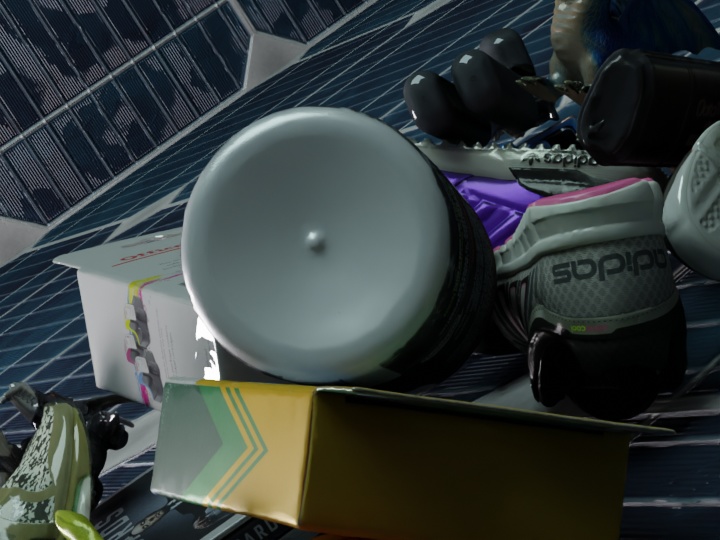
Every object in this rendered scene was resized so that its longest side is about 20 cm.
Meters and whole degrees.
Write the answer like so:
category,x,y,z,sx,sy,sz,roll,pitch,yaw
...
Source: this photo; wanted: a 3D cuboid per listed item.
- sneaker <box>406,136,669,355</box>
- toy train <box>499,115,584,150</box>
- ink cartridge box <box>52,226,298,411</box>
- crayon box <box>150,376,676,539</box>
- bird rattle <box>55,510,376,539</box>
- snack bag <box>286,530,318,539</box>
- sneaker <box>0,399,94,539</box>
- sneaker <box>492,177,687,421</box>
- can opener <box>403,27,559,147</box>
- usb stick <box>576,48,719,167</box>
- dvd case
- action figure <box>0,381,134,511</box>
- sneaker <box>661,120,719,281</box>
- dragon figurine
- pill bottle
category,x,y,z,sx,sy,sz,roll,pitch,yaw
sneaker,0.050,-0.009,1.082,0.200,0.100,0.070,1,-17,28
toy train,0.055,-0.012,1.200,0.200,0.087,0.114,-31,5,11
ink cartridge box,-0.064,0.023,1.089,0.115,0.068,0.200,-14,14,-28
crayon box,0.012,0.073,0.810,0.126,0.052,0.200,9,-6,-22
bird rattle,-0.025,0.127,0.773,0.163,0.113,0.200,-17,3,-30
snack bag,-0.070,0.127,1.096,0.188,0.021,0.200,-34,11,-8
sneaker,-0.184,0.142,0.974,0.077,0.089,0.200,-21,44,64
sneaker,0.097,0.025,0.936,0.074,0.088,0.200,-7,-13,-4
can opener,0.061,-0.100,1.151,0.053,0.067,0.200,-22,-7,13
usb stick,0.157,-0.076,1.047,0.033,0.056,0.200,22,12,26
dvd case,-0.082,0.120,1.053,0.200,0.025,0.150,-34,16,-9
action figure,-0.191,0.106,1.076,0.200,0.102,0.119,-47,9,-38
sneaker,0.171,-0.025,0.988,0.082,0.077,0.200,-38,-4,31
dragon figurine,0.143,-0.113,1.110,0.059,0.200,0.100,14,72,54
pill bottle,0.000,0.000,0.897,0.106,0.106,0.200,-32,-11,6
